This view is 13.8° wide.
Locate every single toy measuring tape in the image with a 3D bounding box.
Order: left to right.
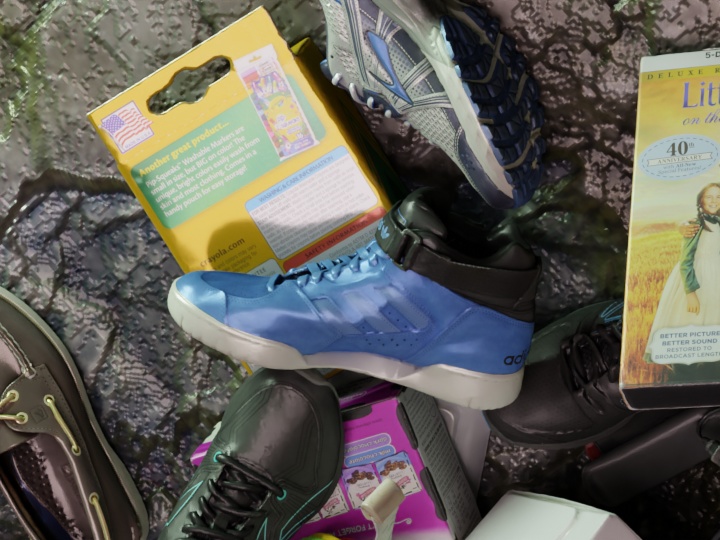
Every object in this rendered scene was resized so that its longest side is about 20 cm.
[{"bbox_3d":[-0.016,0.160,1.627,0.073,0.074,0.200,20,145,9],"label":"toy measuring tape"}]

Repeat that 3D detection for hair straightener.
[{"bbox_3d":[0.213,0.088,1.648,0.199,0.077,0.041,-21,122,19],"label":"hair straightener"}]

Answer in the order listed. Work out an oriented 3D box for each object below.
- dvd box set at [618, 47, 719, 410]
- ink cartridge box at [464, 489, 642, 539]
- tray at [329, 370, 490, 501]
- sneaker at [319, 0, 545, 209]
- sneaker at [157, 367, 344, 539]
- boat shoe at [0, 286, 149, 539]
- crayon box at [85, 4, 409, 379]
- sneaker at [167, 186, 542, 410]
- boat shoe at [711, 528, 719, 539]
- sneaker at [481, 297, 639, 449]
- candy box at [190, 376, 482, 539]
[{"bbox_3d":[0.212,-0.026,1.554,0.145,0.201,0.029,-3,152,19],"label":"dvd box set"},{"bbox_3d":[0.127,0.241,1.624,0.200,0.145,0.147,46,76,-16],"label":"ink cartridge box"},{"bbox_3d":[0.011,0.142,1.755,0.107,0.022,0.201,15,113,11],"label":"tray"},{"bbox_3d":[0.028,-0.116,1.636,0.085,0.077,0.201,-30,92,34],"label":"sneaker"},{"bbox_3d":[-0.068,0.142,1.657,0.075,0.079,0.201,28,113,6],"label":"sneaker"},{"bbox_3d":[-0.197,0.097,1.777,0.072,0.060,0.201,-25,101,23],"label":"boat shoe"},{"bbox_3d":[-0.047,-0.039,1.682,0.125,0.052,0.201,-29,100,16],"label":"crayon box"},{"bbox_3d":[0.000,0.000,1.616,0.199,0.077,0.112,13,112,2],"label":"sneaker"},{"bbox_3d":[0.229,0.165,1.668,0.072,0.071,0.201,24,121,5],"label":"boat shoe"},{"bbox_3d":[0.150,0.038,1.634,0.199,0.082,0.074,-23,70,17],"label":"sneaker"},{"bbox_3d":[0.005,0.168,1.720,0.136,0.061,0.201,-17,103,21],"label":"candy box"}]
